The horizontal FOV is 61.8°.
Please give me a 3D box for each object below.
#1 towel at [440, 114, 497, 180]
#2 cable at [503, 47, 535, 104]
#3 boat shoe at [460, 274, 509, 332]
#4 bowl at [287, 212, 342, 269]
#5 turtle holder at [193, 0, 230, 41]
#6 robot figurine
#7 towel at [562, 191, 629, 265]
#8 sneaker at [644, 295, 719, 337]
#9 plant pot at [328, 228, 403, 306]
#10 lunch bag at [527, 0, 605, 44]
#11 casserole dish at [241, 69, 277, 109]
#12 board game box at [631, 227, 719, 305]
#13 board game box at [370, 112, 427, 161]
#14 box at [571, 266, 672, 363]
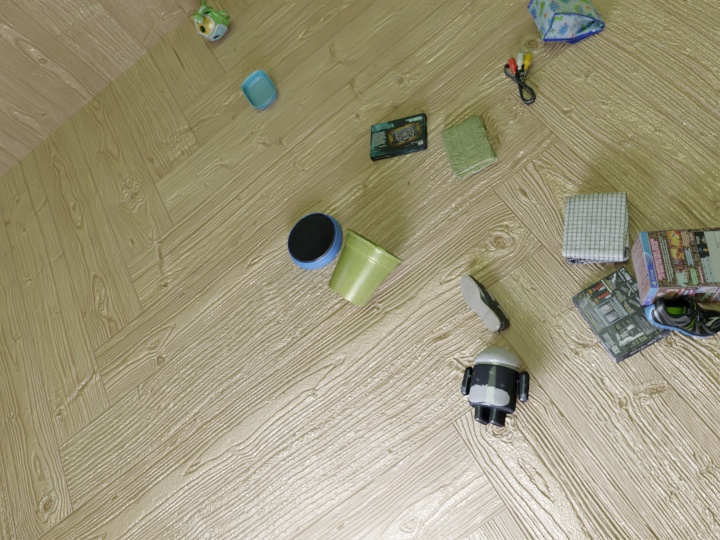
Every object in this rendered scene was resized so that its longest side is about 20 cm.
[{"bbox_3d":[0.342,-0.393,1.917,0.148,0.036,0.201,-23,61,15],"label":"towel"},{"bbox_3d":[0.508,-0.621,1.928,0.097,0.050,0.201,-8,64,22],"label":"cable"},{"bbox_3d":[0.350,0.093,1.700,0.067,0.057,0.200,-59,46,36],"label":"boat shoe"},{"bbox_3d":[-0.157,-0.103,2.020,0.200,0.039,0.202,-10,64,21],"label":"bowl"},{"bbox_3d":[-0.644,-1.069,2.590,0.132,0.140,0.186,-64,20,8],"label":"turtle holder"},{"bbox_3d":[0.349,0.301,1.565,0.149,0.125,0.201,13,72,-2],"label":"robot figurine"},{"bbox_3d":[0.640,-0.109,1.630,0.165,0.086,0.201,1,67,23],"label":"towel"},{"bbox_3d":[0.787,0.107,1.436,0.198,0.083,0.071,10,51,-6],"label":"sneaker"},{"bbox_3d":[0.000,0.000,1.830,0.200,0.200,0.185,34,96,32],"label":"plant pot"},{"bbox_3d":[0.656,-0.820,1.907,0.199,0.128,0.171,-7,62,-11],"label":"lunch bag"},{"bbox_3d":[-0.400,-0.716,2.398,0.121,0.039,0.200,-37,59,6],"label":"casserole dish"},{"bbox_3d":[0.791,-0.009,1.476,0.199,0.097,0.160,-2,61,11],"label":"board game box"},{"bbox_3d":[0.129,-0.454,2.045,0.199,0.028,0.136,-8,65,22],"label":"board game box"},{"bbox_3d":[0.665,0.113,1.540,0.157,0.050,0.201,-33,59,9],"label":"box"}]
